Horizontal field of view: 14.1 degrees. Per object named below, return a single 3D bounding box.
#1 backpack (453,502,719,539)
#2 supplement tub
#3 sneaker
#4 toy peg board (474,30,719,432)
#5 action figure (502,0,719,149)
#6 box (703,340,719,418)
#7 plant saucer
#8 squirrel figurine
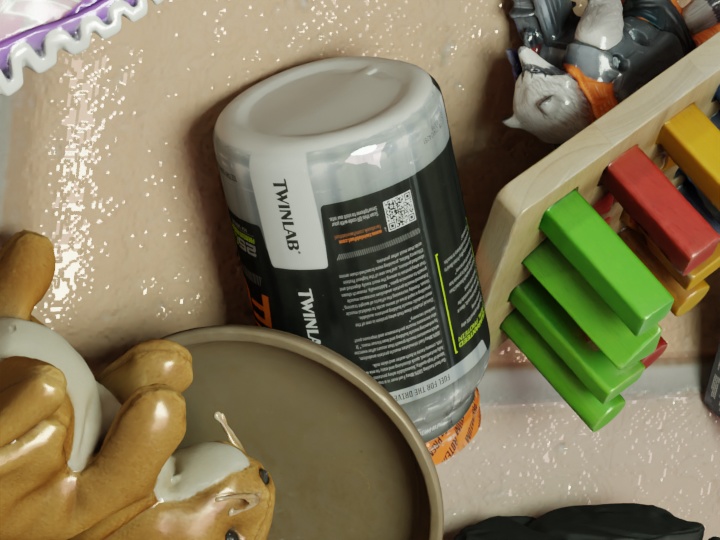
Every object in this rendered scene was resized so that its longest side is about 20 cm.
[{"bbox_3d":[0.123,0.241,1.687,0.166,0.127,0.201,-4,104,-17],"label":"backpack"},{"bbox_3d":[0.000,0.000,1.522,0.122,0.122,0.201,-26,118,-26],"label":"supplement tub"},{"bbox_3d":[-0.167,-0.141,1.388,0.200,0.080,0.089,-36,115,-19],"label":"sneaker"},{"bbox_3d":[0.163,-0.016,1.581,0.199,0.098,0.200,-35,164,-21],"label":"toy peg board"},{"bbox_3d":[0.145,-0.147,1.591,0.193,0.104,0.201,-45,127,-26],"label":"action figure"},{"bbox_3d":[0.284,-0.002,1.711,0.161,0.049,0.200,-33,154,-22],"label":"box"},{"bbox_3d":[-0.052,0.112,1.510,0.030,0.199,0.201,-64,146,-59],"label":"plant saucer"},{"bbox_3d":[-0.146,0.120,1.447,0.186,0.142,0.200,37,102,-28],"label":"squirrel figurine"}]
